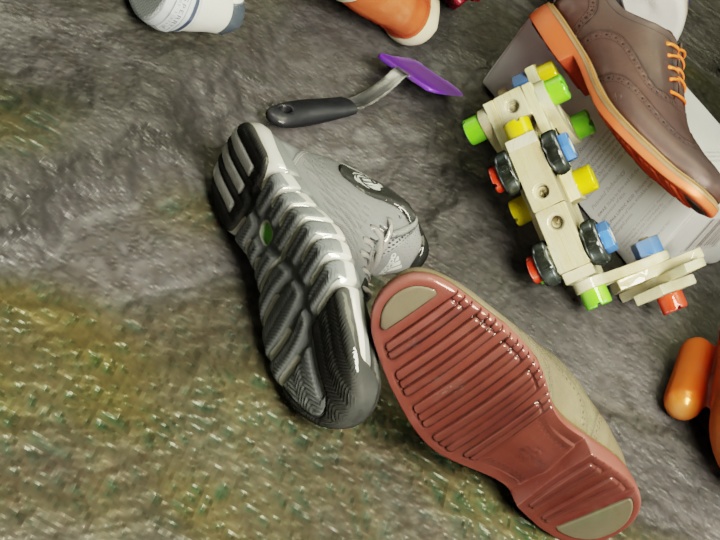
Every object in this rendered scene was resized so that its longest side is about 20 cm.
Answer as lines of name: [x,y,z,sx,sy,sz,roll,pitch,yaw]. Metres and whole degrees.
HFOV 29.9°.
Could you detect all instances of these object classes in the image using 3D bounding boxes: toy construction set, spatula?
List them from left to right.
spatula: [0.004,-0.118,0.903,0.056,0.021,0.200,36,36,22]
toy construction set: [0.139,-0.047,0.890,0.200,0.092,0.131,54,14,11]

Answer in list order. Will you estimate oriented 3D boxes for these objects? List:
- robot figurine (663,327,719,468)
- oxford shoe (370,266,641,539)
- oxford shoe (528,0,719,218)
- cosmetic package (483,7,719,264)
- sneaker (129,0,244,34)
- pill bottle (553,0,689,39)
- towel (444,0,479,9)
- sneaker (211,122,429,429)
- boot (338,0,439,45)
robot figurine: [0.278,0.073,0.836,0.143,0.117,0.200,34,36,-3]
oxford shoe: [0.070,0.061,0.697,0.200,0.070,0.075,49,20,-30]
oxford shoe: [0.188,-0.122,0.887,0.201,0.072,0.071,59,13,28]
cosmetic package: [0.197,-0.100,0.996,0.112,0.081,0.200,-7,52,-44]
sneaker: [-0.128,-0.230,0.891,0.071,0.073,0.201,12,50,-43]
pill bottle: [0.237,-0.261,1.181,0.111,0.111,0.200,33,36,-4]
towel: [0.022,-0.277,1.007,0.200,0.022,0.145,52,7,-7]
sneaker: [0.000,0.000,0.728,0.115,0.075,0.201,9,43,-35]
boot: [-0.007,-0.243,1.009,0.107,0.075,0.201,30,25,-43]
